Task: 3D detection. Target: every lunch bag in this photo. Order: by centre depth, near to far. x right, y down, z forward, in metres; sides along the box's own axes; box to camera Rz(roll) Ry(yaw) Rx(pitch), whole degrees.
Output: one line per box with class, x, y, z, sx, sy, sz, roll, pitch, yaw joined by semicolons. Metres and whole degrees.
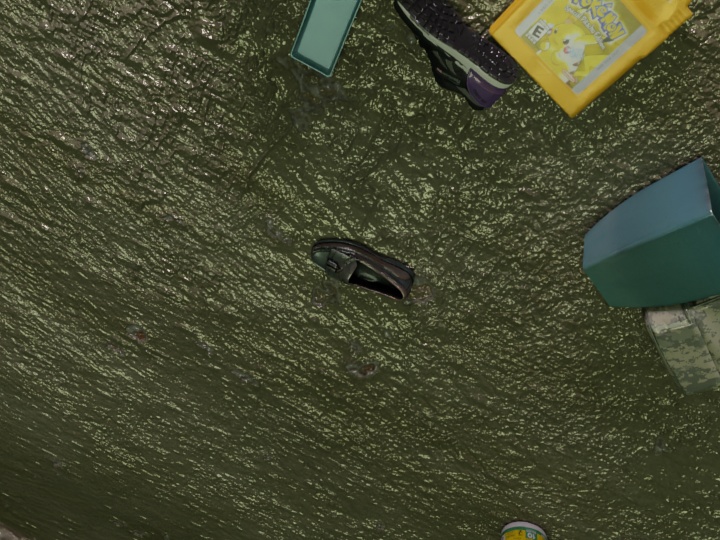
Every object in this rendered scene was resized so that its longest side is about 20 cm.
lunch bag;0.553;0.081;0.963;0.166;0.140;0.201;-23;118;29

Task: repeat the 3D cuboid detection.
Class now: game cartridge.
game cartridge;0.300;-0.329;0.801;0.176;0.033;0.200;39;127;-14

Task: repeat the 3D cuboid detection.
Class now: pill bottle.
pill bottle;0.382;0.707;1.425;0.111;0.201;0.114;7;127;10

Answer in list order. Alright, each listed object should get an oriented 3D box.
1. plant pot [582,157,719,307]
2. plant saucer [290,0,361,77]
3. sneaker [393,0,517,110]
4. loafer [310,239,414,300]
plant pot;0.444;-0.036;0.911;0.199;0.142;0.142;-26;116;38
plant saucer;-0.035;-0.379;0.864;0.069;0.019;0.201;26;128;-5
sneaker;0.115;-0.299;0.849;0.199;0.076;0.088;40;146;-2
loafer;0.000;0.000;1.101;0.197;0.063;0.073;17;128;3
